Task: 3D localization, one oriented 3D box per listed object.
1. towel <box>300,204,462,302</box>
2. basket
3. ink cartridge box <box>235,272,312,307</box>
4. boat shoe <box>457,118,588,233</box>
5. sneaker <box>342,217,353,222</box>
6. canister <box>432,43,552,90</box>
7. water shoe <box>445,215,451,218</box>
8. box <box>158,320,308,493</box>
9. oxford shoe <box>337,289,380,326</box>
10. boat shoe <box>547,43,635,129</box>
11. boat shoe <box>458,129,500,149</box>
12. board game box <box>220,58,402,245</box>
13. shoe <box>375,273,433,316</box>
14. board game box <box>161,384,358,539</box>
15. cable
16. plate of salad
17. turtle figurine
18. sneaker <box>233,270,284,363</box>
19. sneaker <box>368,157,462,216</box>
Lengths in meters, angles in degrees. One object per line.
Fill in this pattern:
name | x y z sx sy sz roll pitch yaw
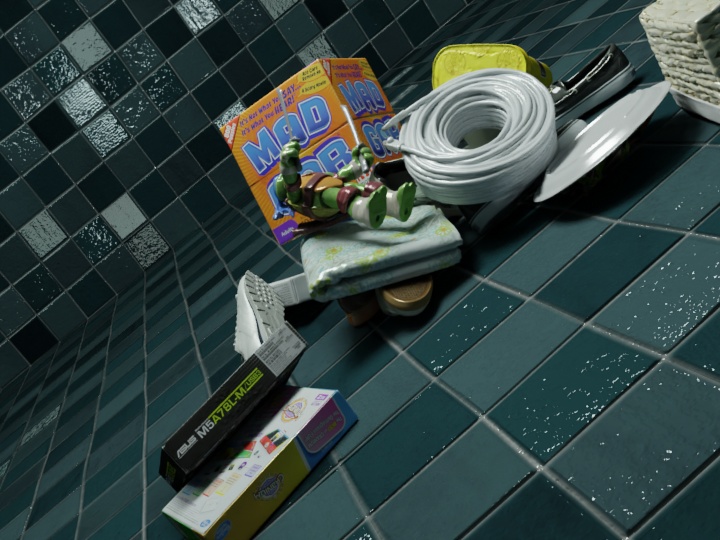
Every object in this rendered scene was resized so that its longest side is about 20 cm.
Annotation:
towel | 0.022 -0.029 1.149 0.195 0.049 0.172 -16 18 -2
basket | 0.395 -0.250 0.970 0.134 0.124 0.200 -34 14 9
ink cartridge box | -0.084 0.022 1.470 0.171 0.045 0.199 -18 1 -35
boat shoe | 0.206 -0.132 1.162 0.199 0.057 0.069 -41 -13 -5
sneaker | -0.022 -0.052 1.395 0.077 0.067 0.199 -19 -1 -30
canister | 0.211 -0.296 1.422 0.145 0.089 0.199 5 7 24
water shoe | 0.113 -0.107 1.367 0.079 0.071 0.201 -55 1 30
box | -0.153 0.166 1.080 0.200 0.047 0.193 -46 -3 -22
oxford shoe | 0.000 0.000 1.268 0.071 0.073 0.201 -34 15 14
boat shoe | 0.293 -0.247 1.302 0.198 0.057 0.069 -33 16 20
boat shoe | 0.193 -0.228 1.487 0.072 0.070 0.199 -48 16 -30
board game box | -0.056 -0.190 1.430 0.198 0.203 0.199 -28 1 25
shoe | 0.053 0.021 1.146 0.068 0.055 0.200 -14 19 -3
board game box | -0.110 0.209 0.981 0.200 0.041 0.152 -45 16 -23
cable | 0.146 -0.166 1.135 0.199 0.070 0.200 -37 46 -10
plate of salad | 0.280 -0.140 1.050 0.200 0.048 0.200 -43 6 5
turtle figurine | -0.028 -0.136 1.151 0.191 0.144 0.203 22 80 32
sneaker | -0.154 0.079 1.318 0.081 0.076 0.202 -49 32 20
sneaker | 0.106 -0.121 1.231 0.195 0.077 0.088 -10 -26 2
